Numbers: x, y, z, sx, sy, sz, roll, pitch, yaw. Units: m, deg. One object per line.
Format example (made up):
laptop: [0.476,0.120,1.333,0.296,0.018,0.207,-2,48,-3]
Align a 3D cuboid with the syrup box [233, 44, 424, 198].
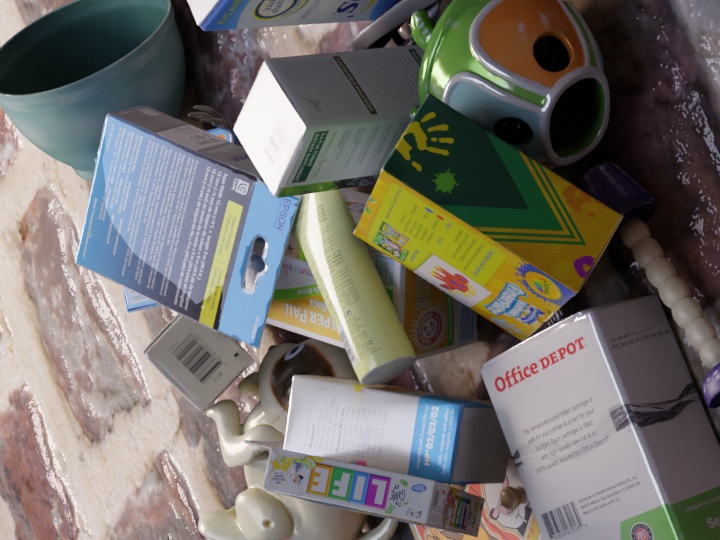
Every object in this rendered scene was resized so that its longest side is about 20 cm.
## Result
syrup box: [0.006,-0.124,1.513,0.082,0.199,0.079,57,137,29]

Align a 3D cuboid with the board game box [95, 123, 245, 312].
board game box: [-0.143,-0.055,1.773,0.198,0.037,0.153,-12,89,19]

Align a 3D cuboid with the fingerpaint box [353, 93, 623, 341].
fingerpaint box: [0.091,-0.035,1.406,0.166,0.074,0.200,32,166,2]

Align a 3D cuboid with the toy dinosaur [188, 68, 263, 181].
toy dinosaur: [-0.103,-0.099,1.713,0.105,0.181,0.201,39,159,26]

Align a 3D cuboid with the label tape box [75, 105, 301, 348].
label tape box: [-0.140,-0.040,1.618,0.199,0.066,0.144,23,111,20]

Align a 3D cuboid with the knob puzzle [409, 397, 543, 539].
knob puzzle: [0.087,0.201,1.631,0.219,0.030,0.222,18,113,49]

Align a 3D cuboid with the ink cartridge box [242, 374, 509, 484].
ink cartridge box: [0.015,0.129,1.561,0.199,0.115,0.068,8,88,27]

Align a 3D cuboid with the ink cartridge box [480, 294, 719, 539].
ink cartridge box: [0.194,0.138,1.436,0.145,0.084,0.201,-33,73,50]

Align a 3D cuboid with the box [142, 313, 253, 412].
box: [-0.150,0.080,1.742,0.082,0.068,0.200,44,175,0]

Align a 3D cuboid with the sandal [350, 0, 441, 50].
sandal: [0.059,-0.214,1.532,0.043,0.076,0.200,54,142,-6]

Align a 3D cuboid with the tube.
tube: [-0.014,-0.005,1.530,0.058,0.052,0.201,-28,71,9]

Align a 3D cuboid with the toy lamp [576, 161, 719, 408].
toy lamp: [0.224,0.007,1.386,0.201,0.058,0.058,61,139,23]

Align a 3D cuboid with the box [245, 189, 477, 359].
box: [0.000,0.000,1.622,0.199,0.101,0.114,15,110,44]

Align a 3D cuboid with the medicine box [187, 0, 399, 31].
medicine box: [-0.028,-0.289,1.515,0.182,0.199,0.104,-41,65,48]

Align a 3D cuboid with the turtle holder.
turtle holder: [0.117,-0.125,1.422,0.132,0.140,0.187,37,125,39]

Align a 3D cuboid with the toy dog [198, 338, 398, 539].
toy dog: [-0.053,0.158,1.717,0.193,0.139,0.202,23,117,32]

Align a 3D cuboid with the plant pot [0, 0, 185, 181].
plant pot: [-0.256,-0.175,1.866,0.200,0.200,0.135,20,142,48]

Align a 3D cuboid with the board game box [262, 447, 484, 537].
board game box: [0.015,0.181,1.504,0.133,0.200,0.035,10,82,17]
